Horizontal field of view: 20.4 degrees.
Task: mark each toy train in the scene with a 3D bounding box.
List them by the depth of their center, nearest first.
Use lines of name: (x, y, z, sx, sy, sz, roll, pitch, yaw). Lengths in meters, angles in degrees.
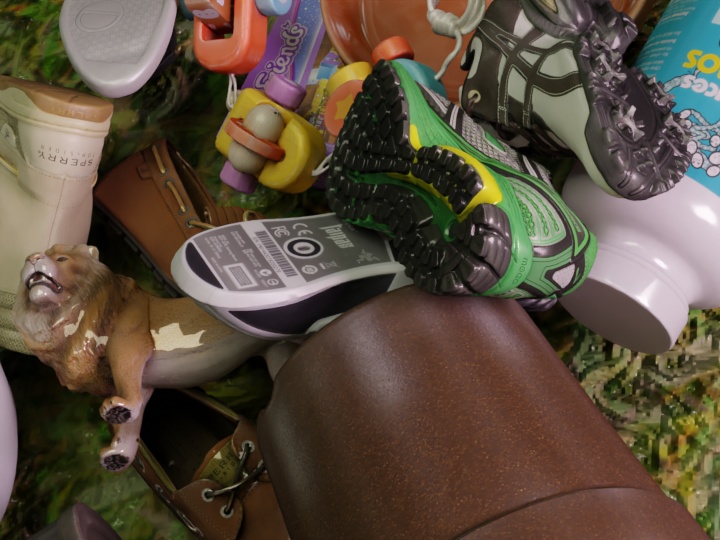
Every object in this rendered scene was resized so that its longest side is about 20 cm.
toy train: (-0.032, -0.117, 1.113, 0.199, 0.055, 0.151, 5, 88, 34)

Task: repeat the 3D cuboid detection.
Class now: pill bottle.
pill bottle: (0.177, -0.058, 1.044, 0.110, 0.111, 0.201, 20, 69, 29)

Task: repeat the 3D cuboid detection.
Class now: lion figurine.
lion figurine: (-0.082, 0.034, 1.038, 0.199, 0.073, 0.123, -2, 45, -3)

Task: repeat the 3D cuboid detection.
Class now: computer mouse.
computer mouse: (0.000, 0.000, 1.002, 0.199, 0.044, 0.110, -9, 36, -21)

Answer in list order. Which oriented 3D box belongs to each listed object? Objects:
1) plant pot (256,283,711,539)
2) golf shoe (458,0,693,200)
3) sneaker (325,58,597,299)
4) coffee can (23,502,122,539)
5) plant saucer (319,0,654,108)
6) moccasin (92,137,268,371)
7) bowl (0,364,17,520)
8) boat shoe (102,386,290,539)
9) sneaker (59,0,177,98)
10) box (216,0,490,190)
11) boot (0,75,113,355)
plant pot: (0.052, 0.125, 0.927, 0.200, 0.201, 0.199, -30, 51, 0)
golf shoe: (0.100, -0.079, 0.993, 0.094, 0.078, 0.200, -43, 28, 20)
sneaker: (0.044, -0.037, 0.973, 0.078, 0.085, 0.200, -63, 32, 19)
coffee can: (-0.183, 0.228, 0.976, 0.199, 0.147, 0.147, -32, 54, -1)
plant saucer: (0.075, -0.170, 1.152, 0.199, 0.032, 0.201, -9, 58, 14)
moccasin: (-0.074, -0.009, 1.135, 0.078, 0.074, 0.201, -46, 45, 0)
bowl: (-0.253, 0.087, 1.101, 0.200, 0.090, 0.203, 5, 98, 36)
boat shoe: (-0.068, 0.116, 1.051, 0.200, 0.068, 0.072, 31, 72, 32)
sneaker: (-0.139, -0.140, 1.210, 0.070, 0.100, 0.201, -12, 40, -1)
box: (0.017, -0.138, 1.196, 0.136, 0.039, 0.201, 14, 66, 26)
boot: (-0.199, -0.033, 1.182, 0.200, 0.072, 0.157, -159, 78, -68)
